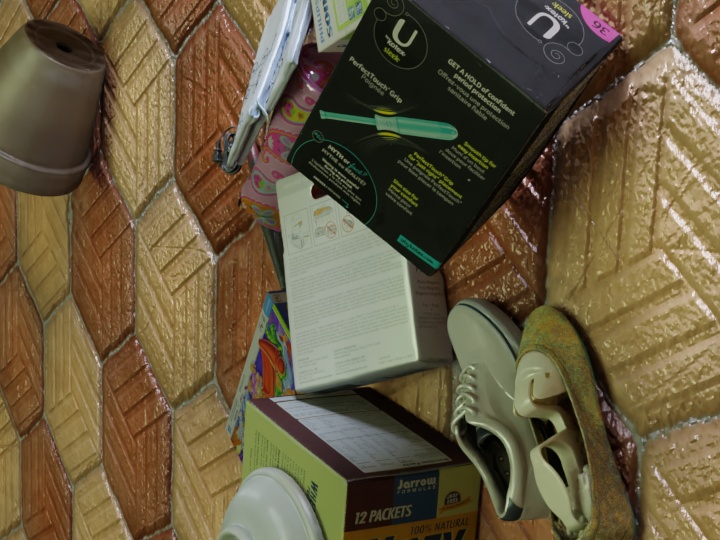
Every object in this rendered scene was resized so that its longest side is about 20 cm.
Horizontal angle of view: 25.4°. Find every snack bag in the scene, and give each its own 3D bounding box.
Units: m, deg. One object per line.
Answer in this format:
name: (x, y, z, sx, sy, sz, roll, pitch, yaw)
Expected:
snack bag: (-0.074, -0.216, 1.489, 0.200, 0.021, 0.189, 130, 157, -60)

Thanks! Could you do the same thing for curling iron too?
curling iron: (-0.106, -0.064, 1.665, 0.049, 0.026, 0.200, -32, 64, 18)

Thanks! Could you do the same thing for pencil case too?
pencil case: (-0.051, -0.123, 1.502, 0.088, 0.087, 0.200, 66, 147, 31)

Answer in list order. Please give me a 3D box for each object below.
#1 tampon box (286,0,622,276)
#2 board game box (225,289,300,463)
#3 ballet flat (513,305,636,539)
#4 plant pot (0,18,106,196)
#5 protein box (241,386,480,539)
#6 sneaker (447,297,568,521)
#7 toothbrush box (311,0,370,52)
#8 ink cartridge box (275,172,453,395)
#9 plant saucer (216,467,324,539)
tampon box: (0.067, -0.127, 1.181, 0.150, 0.126, 0.200, 40, 138, 6)
board game box: (-0.074, 0.137, 1.624, 0.135, 0.045, 0.200, 58, 142, 40)
ballet flat: (0.148, 0.118, 1.191, 0.071, 0.070, 0.201, -45, 55, 55)
plant pot: (-0.422, -0.226, 2.083, 0.174, 0.199, 0.200, -57, 44, 26)
protein box: (-0.007, 0.233, 1.423, 0.200, 0.134, 0.199, 29, 119, 57)
sneaker: (0.106, 0.106, 1.262, 0.200, 0.071, 0.073, 65, 146, 32)
toothbrush box: (0.033, -0.277, 1.320, 0.200, 0.086, 0.146, -19, 78, 62)
ink cartridge box: (0.000, 0.000, 1.428, 0.162, 0.057, 0.201, -17, 70, 44)
plant saucer: (-0.087, 0.273, 1.383, 0.200, 0.050, 0.201, 18, 110, 60)
